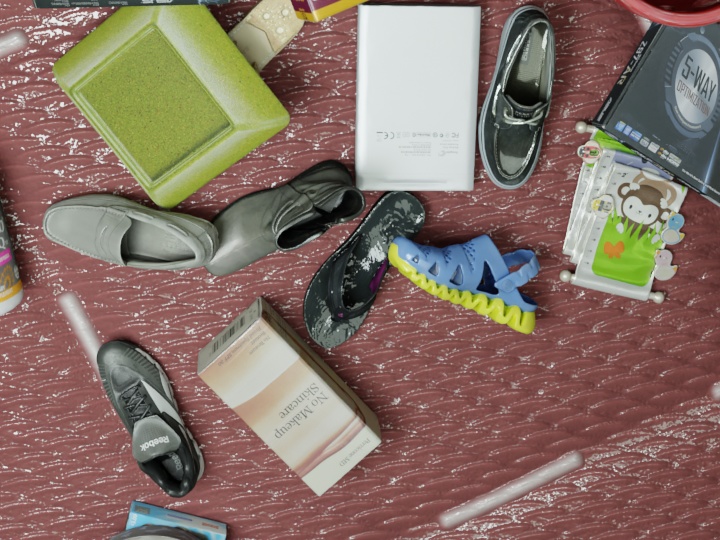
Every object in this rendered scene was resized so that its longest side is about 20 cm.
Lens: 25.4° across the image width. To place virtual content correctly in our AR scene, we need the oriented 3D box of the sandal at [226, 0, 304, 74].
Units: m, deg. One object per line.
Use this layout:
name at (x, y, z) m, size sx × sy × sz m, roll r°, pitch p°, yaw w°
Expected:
sandal at (-0.136, -0.207, 1.687) m, size 0.077 × 0.070 × 0.212 m, roll 38°, pitch 100°, yaw -13°

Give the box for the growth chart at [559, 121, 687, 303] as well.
growth chart at (0.297, -0.063, 1.787) m, size 0.144 × 0.018 × 0.201 m, roll 4°, pitch 107°, yaw -6°

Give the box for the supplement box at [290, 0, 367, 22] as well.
supplement box at (-0.041, -0.368, 1.628) m, size 0.110 × 0.086 × 0.201 m, roll -23°, pitch 106°, yaw -11°

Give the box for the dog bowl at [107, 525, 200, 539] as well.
dog bowl at (-0.236, 0.382, 1.818) m, size 0.198 × 0.059 × 0.202 m, roll -1°, pitch 106°, yaw -3°

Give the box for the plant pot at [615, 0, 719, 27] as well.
plant pot at (0.314, -0.355, 1.615) m, size 0.199 × 0.183 × 0.202 m, roll -1°, pitch 104°, yaw -3°

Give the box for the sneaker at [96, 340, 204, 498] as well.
sneaker at (-0.233, 0.170, 1.779) m, size 0.066 × 0.091 × 0.201 m, roll -26°, pitch 106°, yaw 3°

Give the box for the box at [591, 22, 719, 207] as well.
box at (0.377, -0.175, 1.735) m, size 0.199 × 0.044 × 0.161 m, roll 31°, pitch 94°, yaw -12°

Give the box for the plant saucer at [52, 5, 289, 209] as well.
plant saucer at (-0.207, -0.176, 1.658) m, size 0.199 × 0.048 × 0.200 m, roll -32°, pitch 103°, yaw 30°

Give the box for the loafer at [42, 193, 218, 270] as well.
loafer at (-0.252, -0.039, 1.712) m, size 0.198 × 0.070 × 0.070 m, roll 6°, pitch 107°, yaw 12°

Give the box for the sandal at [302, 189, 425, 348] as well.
sandal at (-0.001, -0.001, 1.767) m, size 0.075 × 0.048 × 0.201 m, roll 30°, pitch 101°, yaw -12°

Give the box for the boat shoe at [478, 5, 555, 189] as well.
boat shoe at (0.168, -0.182, 1.715) m, size 0.072 × 0.071 × 0.201 m, roll 2°, pitch 107°, yaw -5°

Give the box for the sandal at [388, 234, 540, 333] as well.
sandal at (0.121, -0.003, 1.757) m, size 0.199 × 0.079 × 0.088 m, roll 20°, pitch 100°, yaw -28°

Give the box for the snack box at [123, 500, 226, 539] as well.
snack box at (-0.237, 0.378, 1.867) m, size 0.115 × 0.037 × 0.201 m, roll 15°, pitch 105°, yaw -7°

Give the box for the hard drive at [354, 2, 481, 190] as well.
hard drive at (0.061, -0.187, 1.730) m, size 0.131 × 0.027 × 0.202 m, roll 0°, pitch 107°, yaw -4°

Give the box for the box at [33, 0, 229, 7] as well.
box at (-0.226, -0.343, 1.594) m, size 0.198 × 0.044 × 0.161 m, roll -2°, pitch 65°, yaw 2°

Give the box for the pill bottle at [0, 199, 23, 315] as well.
pill bottle at (-0.435, -0.049, 1.690) m, size 0.116 × 0.116 × 0.201 m, roll -11°, pitch 107°, yaw -1°

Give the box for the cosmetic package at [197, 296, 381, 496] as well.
cosmetic package at (-0.079, 0.140, 1.783) m, size 0.103 × 0.087 × 0.200 m, roll -43°, pitch 104°, yaw 7°

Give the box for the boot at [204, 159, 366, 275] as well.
boot at (-0.089, -0.049, 1.705) m, size 0.199 × 0.131 × 0.068 m, roll -31°, pitch 106°, yaw 6°
